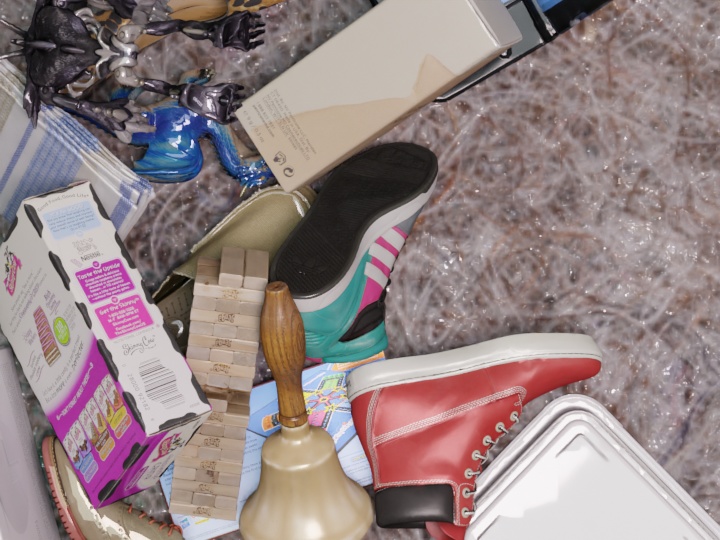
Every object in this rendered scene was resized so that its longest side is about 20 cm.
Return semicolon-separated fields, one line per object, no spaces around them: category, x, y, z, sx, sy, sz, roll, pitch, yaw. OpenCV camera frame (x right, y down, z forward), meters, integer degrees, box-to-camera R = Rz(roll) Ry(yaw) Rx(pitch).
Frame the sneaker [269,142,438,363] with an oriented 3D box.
sneaker;0.000;0.000;1.442;0.083;0.121;0.200;22;48;23

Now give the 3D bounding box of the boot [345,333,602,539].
boot;0.099;0.129;1.428;0.198;0.073;0.146;-12;72;-6

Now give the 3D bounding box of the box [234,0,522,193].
box;0.014;-0.148;1.408;0.199;0.095;0.078;-33;90;21

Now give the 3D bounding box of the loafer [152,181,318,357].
loafer;-0.104;0.011;1.450;0.076;0.067;0.200;43;90;-1

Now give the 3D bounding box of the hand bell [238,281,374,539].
hand bell;-0.048;0.099;1.372;0.103;0.104;0.202;-5;119;0

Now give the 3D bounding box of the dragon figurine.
dragon figurine;-0.152;-0.098;1.453;0.198;0.059;0.101;-8;90;-2

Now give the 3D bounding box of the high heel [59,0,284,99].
high heel;-0.149;-0.174;1.422;0.198;0.072;0.144;3;60;12

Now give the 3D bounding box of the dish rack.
dish rack;0.179;0.216;1.466;0.200;0.044;0.172;45;89;-1

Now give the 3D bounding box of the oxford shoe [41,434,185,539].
oxford shoe;-0.174;0.203;1.449;0.074;0.070;0.201;-29;101;6

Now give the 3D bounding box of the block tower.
block tower;-0.106;0.084;1.405;0.053;0.058;0.202;8;112;-4

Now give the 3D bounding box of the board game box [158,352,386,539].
board game box;-0.062;0.137;1.475;0.198;0.019;0.104;-18;92;0

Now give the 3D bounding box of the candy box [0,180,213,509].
candy box;-0.198;0.056;1.390;0.061;0.136;0.201;-20;73;-35

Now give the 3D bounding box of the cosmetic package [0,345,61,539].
cosmetic package;-0.306;0.170;1.383;0.122;0.200;0.201;-15;90;2

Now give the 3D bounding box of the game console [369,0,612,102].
game console;0.080;-0.254;1.426;0.170;0.118;0.201;-30;90;-1

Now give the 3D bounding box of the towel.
towel;-0.252;-0.086;1.426;0.200;0.147;0.024;41;51;1

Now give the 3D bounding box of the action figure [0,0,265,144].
action figure;-0.169;-0.150;1.347;0.198;0.102;0.120;10;89;25
